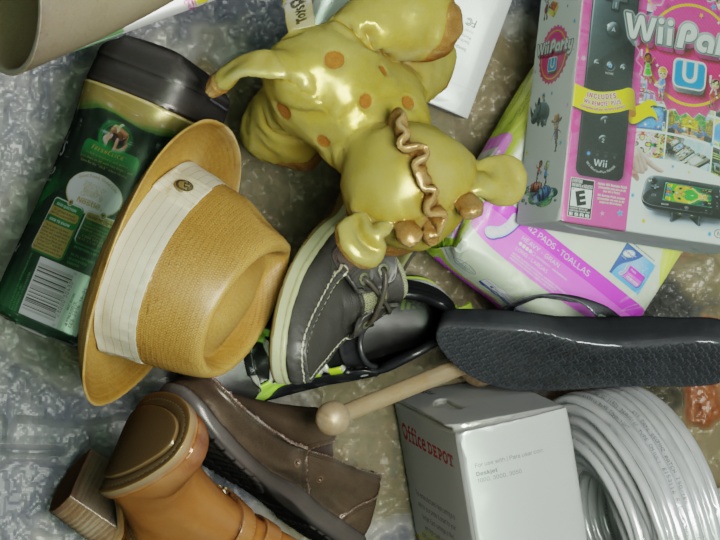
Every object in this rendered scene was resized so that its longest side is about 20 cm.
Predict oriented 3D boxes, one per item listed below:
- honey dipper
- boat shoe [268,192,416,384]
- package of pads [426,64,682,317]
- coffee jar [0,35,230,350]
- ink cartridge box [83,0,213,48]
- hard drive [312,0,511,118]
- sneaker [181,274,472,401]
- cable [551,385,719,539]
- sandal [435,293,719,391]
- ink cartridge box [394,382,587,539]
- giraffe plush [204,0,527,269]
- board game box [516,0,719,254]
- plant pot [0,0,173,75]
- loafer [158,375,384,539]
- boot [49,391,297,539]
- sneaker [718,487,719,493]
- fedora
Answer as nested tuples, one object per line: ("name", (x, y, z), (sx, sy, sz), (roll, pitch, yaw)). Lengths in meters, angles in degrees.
("honey dipper", (0.043, 0.074, 1.431), (0.200, 0.038, 0.038), (-18, 102, -46))
("boat shoe", (0.000, 0.000, 1.394), (0.066, 0.201, 0.072), (13, 133, 16))
("package of pads", (0.154, -0.054, 1.477), (0.154, 0.068, 0.200), (37, 77, -17))
("coffee jar", (-0.158, -0.048, 1.376), (0.085, 0.104, 0.200), (23, 89, 15))
("ink cartridge box", (-0.132, -0.239, 1.375), (0.200, 0.084, 0.145), (-22, 101, -12))
("hard drive", (0.048, -0.221, 1.460), (0.132, 0.027, 0.200), (21, 90, -17))
("sneaker", (-0.023, 0.042, 1.436), (0.200, 0.083, 0.072), (-17, 100, -14))
("cable", (0.185, 0.175, 1.449), (0.069, 0.200, 0.200), (-16, 94, -18))
("sandal", (0.149, 0.046, 1.418), (0.200, 0.076, 0.043), (4, 55, 1))
("ink cartridge box", (0.094, 0.182, 1.452), (0.084, 0.145, 0.201), (-13, 99, -14))
("giraffe plush", (0.017, -0.081, 1.335), (0.172, 0.200, 0.162), (-35, 73, 8))
("board game box", (0.192, -0.120, 1.423), (0.147, 0.064, 0.201), (8, 84, -21))
("plant pot", (-0.136, -0.228, 1.252), (0.200, 0.187, 0.188), (-18, 100, -26))
("loafer", (-0.058, 0.116, 1.432), (0.200, 0.073, 0.071), (43, 70, -39))
("boot", (-0.098, 0.154, 1.377), (0.155, 0.200, 0.074), (31, 62, -15))
("sneaker", (0.339, 0.184, 1.576), (0.200, 0.073, 0.085), (17, 57, -10))
("fedora", (-0.099, 0.006, 1.323), (0.082, 0.201, 0.201), (22, 89, 13))
